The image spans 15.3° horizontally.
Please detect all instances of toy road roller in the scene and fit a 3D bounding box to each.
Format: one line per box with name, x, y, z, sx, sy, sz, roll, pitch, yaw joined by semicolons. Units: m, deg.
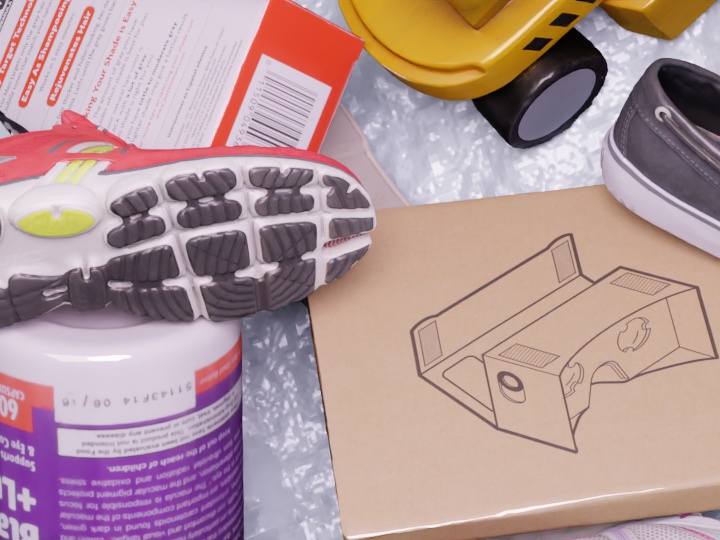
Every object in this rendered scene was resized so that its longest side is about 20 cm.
toy road roller;0.079;-0.157;1.120;0.200;0.146;0.123;-42;68;7

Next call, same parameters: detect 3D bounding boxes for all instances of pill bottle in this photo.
pill bottle;-0.103;0.100;1.111;0.111;0.111;0.200;10;115;22

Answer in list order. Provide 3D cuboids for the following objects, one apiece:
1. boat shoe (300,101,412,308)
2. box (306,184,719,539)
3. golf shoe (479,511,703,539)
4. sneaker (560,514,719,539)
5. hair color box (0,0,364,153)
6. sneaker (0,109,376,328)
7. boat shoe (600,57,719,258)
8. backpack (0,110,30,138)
boat shoe;0.000;0.000;1.166;0.200;0.067;0.057;58;137;22
box;0.082;0.033;1.074;0.200;0.021;0.164;-7;48;-4
golf shoe;0.072;0.116;1.090;0.091;0.075;0.200;37;91;3
sneaker;0.066;0.143;1.015;0.200;0.088;0.081;-12;87;14
hair color box;-0.096;-0.081;1.171;0.200;0.061;0.102;20;87;48
sneaker;-0.094;-0.032;1.045;0.200;0.077;0.085;-2;40;-6
boat shoe;0.191;-0.022;1.069;0.200;0.057;0.069;25;45;9
backpack;-0.199;0.016;1.155;0.167;0.127;0.200;22;127;20
